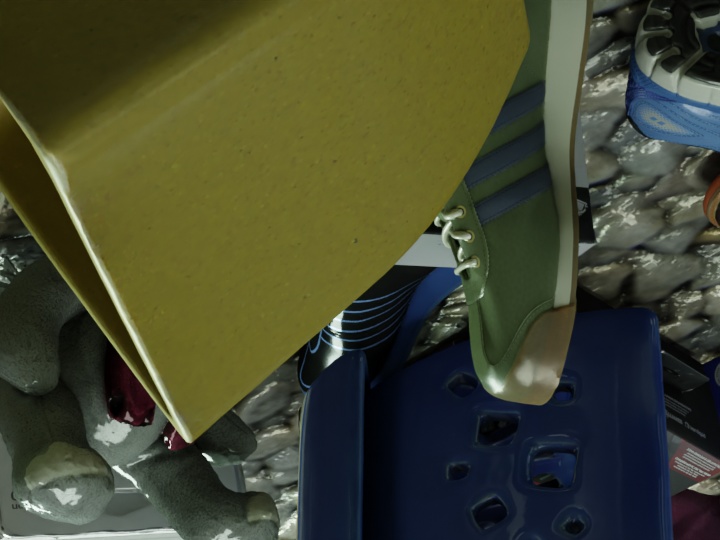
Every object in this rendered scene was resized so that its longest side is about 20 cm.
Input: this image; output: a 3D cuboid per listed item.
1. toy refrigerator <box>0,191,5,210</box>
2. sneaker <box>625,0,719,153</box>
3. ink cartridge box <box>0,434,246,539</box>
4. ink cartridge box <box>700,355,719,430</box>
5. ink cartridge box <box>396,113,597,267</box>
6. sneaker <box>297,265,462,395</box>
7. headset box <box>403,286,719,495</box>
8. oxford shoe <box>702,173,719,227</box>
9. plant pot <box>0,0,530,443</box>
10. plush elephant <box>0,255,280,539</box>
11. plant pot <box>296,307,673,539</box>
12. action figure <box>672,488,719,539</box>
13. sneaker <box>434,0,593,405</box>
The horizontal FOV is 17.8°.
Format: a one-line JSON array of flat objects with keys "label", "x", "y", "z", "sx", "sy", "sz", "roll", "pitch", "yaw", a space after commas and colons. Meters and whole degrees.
[{"label": "toy refrigerator", "x": -0.215, "y": 0.025, "z": 0.970, "sx": 0.076, "sy": 0.200, "sz": 0.070, "roll": 21, "pitch": 173, "yaw": -40}, {"label": "sneaker", "x": 0.216, "y": -0.087, "z": 1.075, "sx": 0.200, "sy": 0.079, "sz": 0.089, "roll": 4, "pitch": 152, "yaw": -10}, {"label": "ink cartridge box", "x": -0.155, "y": 0.160, "z": 1.303, "sx": 0.145, "sy": 0.085, "sz": 0.200, "roll": -1, "pitch": 147, "yaw": -17}, {"label": "ink cartridge box", "x": 0.275, "y": 0.044, "z": 1.262, "sx": 0.200, "sy": 0.095, "sz": 0.037, "roll": -32, "pitch": 142, "yaw": 28}, {"label": "ink cartridge box", "x": 0.003, "y": -0.053, "z": 1.017, "sx": 0.200, "sy": 0.094, "sz": 0.044, "roll": 3, "pitch": 160, "yaw": -22}, {"label": "sneaker", "x": 0.000, "y": 0.000, "z": 1.137, "sx": 0.078, "sy": 0.070, "sz": 0.200, "roll": 18, "pitch": 139, "yaw": -18}, {"label": "headset box", "x": 0.100, "y": 0.092, "z": 1.293, "sx": 0.200, "sy": 0.075, "sz": 0.149, "roll": -30, "pitch": 142, "yaw": 26}, {"label": "oxford shoe", "x": 0.273, "y": -0.044, "z": 1.147, "sx": 0.200, "sy": 0.073, "sz": 0.071, "roll": -15, "pitch": 148, "yaw": 4}, {"label": "plant pot", "x": -0.052, "y": -0.100, "z": 0.850, "sx": 0.200, "sy": 0.196, "sz": 0.194, "roll": -34, "pitch": 147, "yaw": -11}, {"label": "plush elephant", "x": -0.091, "y": 0.016, "z": 1.055, "sx": 0.155, "sy": 0.200, "sz": 0.165, "roll": -50, "pitch": 138, "yaw": 11}, {"label": "plant pot", "x": 0.062, "y": 0.151, "z": 1.137, "sx": 0.180, "sy": 0.200, "sz": 0.200, "roll": -3, "pitch": 146, "yaw": 4}, {"label": "action figure", "x": 0.224, "y": 0.168, "z": 1.367, "sx": 0.200, "sy": 0.134, "sz": 0.149, "roll": -8, "pitch": 162, "yaw": 3}, {"label": "sneaker", "x": 0.043, "y": -0.046, "z": 0.968, "sx": 0.090, "sy": 0.200, "sz": 0.067, "roll": 9, "pitch": 166, "yaw": -16}]
